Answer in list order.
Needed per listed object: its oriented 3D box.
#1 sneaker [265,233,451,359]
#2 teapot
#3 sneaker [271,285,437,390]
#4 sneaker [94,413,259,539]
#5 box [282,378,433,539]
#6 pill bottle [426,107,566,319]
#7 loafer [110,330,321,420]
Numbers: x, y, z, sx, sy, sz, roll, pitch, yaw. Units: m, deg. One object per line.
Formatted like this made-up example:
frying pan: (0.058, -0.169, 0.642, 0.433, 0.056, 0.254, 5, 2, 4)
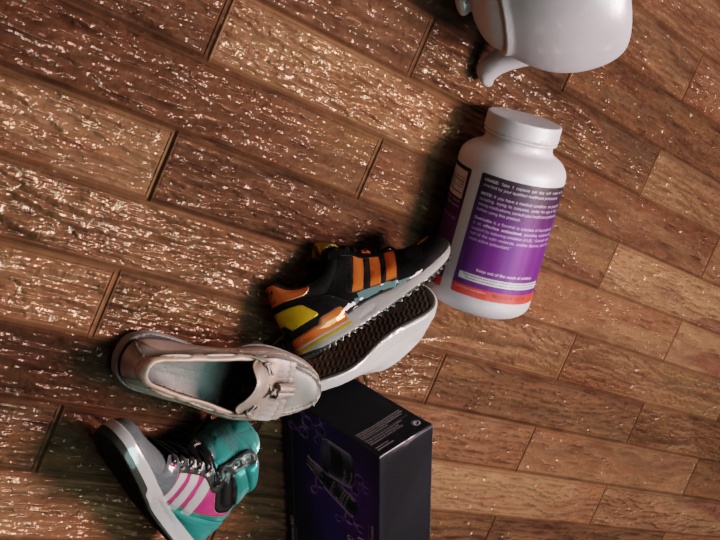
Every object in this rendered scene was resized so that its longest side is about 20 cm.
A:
sneaker: (0.000, 0.000, 1.348, 0.200, 0.070, 0.090, -35, 92, -29)
teapot: (0.158, -0.270, 1.320, 0.146, 0.197, 0.201, -13, 104, -2)
sneaker: (-0.011, 0.085, 1.395, 0.200, 0.073, 0.085, -23, 149, -27)
sneaker: (-0.152, 0.165, 1.269, 0.121, 0.084, 0.200, -42, 145, -17)
box: (-0.004, 0.218, 1.425, 0.079, 0.141, 0.200, -25, 128, -35)
pill bottle: (0.141, -0.059, 1.450, 0.112, 0.112, 0.200, -4, 114, -48)
loafer: (-0.117, 0.099, 1.242, 0.200, 0.063, 0.072, 12, 96, -31)
